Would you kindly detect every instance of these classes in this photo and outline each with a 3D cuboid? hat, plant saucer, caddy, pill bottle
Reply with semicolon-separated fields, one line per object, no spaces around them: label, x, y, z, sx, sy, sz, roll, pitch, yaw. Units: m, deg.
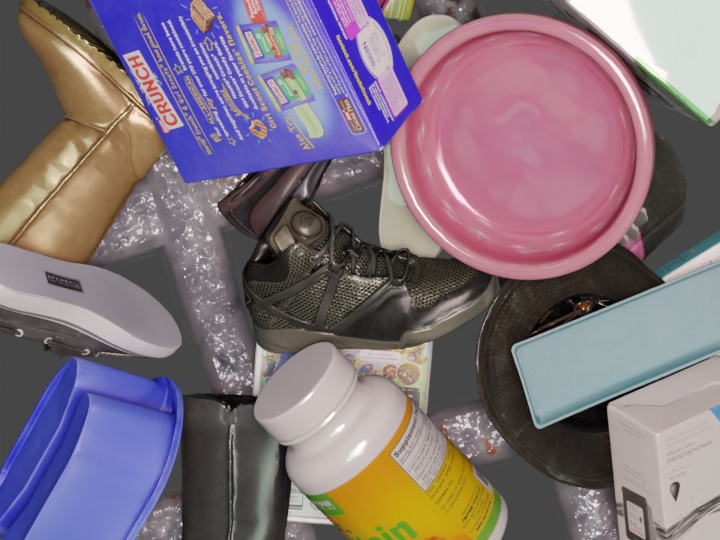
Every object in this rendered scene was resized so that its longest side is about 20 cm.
hat;0.170;0.072;1.549;0.201;0.081;0.201;-1;94;-19
plant saucer;0.123;-0.095;1.451;0.200;0.051;0.201;6;108;20
caddy;-0.207;0.166;1.517;0.105;0.141;0.200;25;104;-24
pill bottle;0.013;0.152;1.508;0.111;0.111;0.200;-42;110;3
plant saucer;0.211;0.054;1.509;0.200;0.019;0.070;-21;101;-17

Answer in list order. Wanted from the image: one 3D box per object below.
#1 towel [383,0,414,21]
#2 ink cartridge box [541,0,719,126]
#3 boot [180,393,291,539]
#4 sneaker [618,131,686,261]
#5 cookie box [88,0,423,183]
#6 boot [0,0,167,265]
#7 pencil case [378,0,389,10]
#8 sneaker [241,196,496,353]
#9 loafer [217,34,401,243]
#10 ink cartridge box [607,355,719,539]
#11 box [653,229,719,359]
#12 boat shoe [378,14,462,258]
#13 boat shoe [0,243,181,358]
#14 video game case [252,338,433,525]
towel;-0.012;-0.303;1.539;0.144;0.023;0.200;7;97;-3
ink cartridge box;0.221;-0.189;1.469;0.147;0.200;0.083;40;97;-4
boot;-0.138;0.196;1.559;0.165;0.066;0.200;3;99;4
sneaker;0.188;-0.101;1.543;0.080;0.086;0.200;-33;117;-14
cookie box;-0.079;-0.164;1.441;0.200;0.075;0.171;-6;120;39
boot;-0.254;-0.090;1.534;0.175;0.066;0.200;41;95;-5
pencil case;-0.075;-0.244;1.489;0.200;0.091;0.094;38;71;6
sneaker;0.000;0.000;1.492;0.199;0.076;0.114;-4;127;19
loafer;-0.041;-0.111;1.537;0.063;0.072;0.200;32;97;0
ink cartridge box;0.265;0.182;1.530;0.116;0.067;0.200;-21;117;-25
box;0.341;-0.015;1.565;0.200;0.049;0.082;-32;96;2
boat shoe;0.050;-0.104;1.538;0.070;0.072;0.201;9;103;6
boat shoe;-0.232;0.038;1.519;0.200;0.070;0.066;19;129;-43
video game case;-0.017;0.108;1.585;0.143;0.018;0.200;5;96;-2
